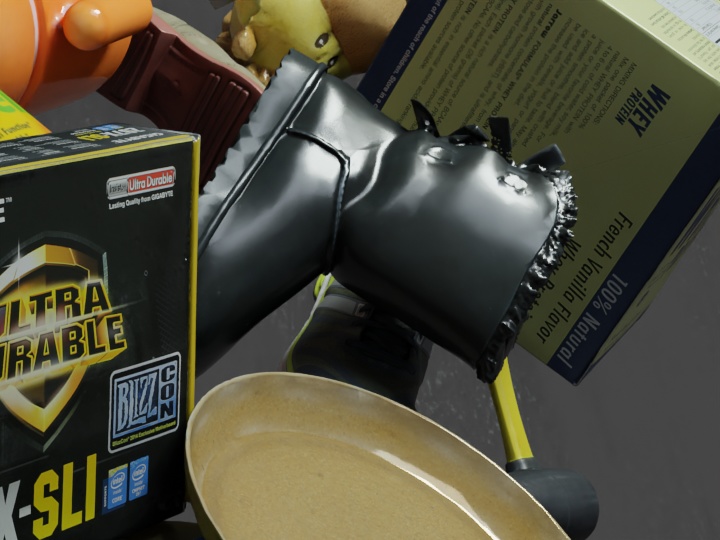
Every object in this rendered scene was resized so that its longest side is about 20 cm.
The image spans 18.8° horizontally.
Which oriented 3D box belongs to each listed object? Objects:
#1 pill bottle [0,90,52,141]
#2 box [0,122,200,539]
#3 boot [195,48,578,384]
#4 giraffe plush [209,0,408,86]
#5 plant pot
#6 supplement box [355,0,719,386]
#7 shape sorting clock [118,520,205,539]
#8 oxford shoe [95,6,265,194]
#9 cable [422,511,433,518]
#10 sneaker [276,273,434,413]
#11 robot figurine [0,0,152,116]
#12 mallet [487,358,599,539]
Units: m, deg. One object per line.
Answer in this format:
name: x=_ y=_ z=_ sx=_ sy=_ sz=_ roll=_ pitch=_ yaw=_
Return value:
pill bottle: x=-0.206 y=-0.048 z=0.941 sx=0.200 sy=0.111 sz=0.111 roll=39 pitch=27 yaw=13
box: x=-0.136 y=0.035 z=0.814 sx=0.049 sy=0.160 sz=0.200 roll=11 pitch=14 yaw=30
boot: x=0.000 y=0.001 z=1.019 sx=0.162 sy=0.073 sz=0.198 roll=28 pitch=67 yaw=2
giraffe plush: x=-0.026 y=-0.169 z=1.291 sx=0.173 sy=0.200 sz=0.162 roll=42 pitch=30 yaw=-22
plant pot: x=0.012 y=0.116 z=0.893 sx=0.200 sy=0.028 sz=0.200 roll=27 pitch=24 yaw=-13
supplement box: x=0.114 y=-0.084 z=1.254 sx=0.200 sy=0.200 sz=0.134 roll=36 pitch=27 yaw=9
shape sorting clock: x=-0.046 y=0.166 z=0.831 sx=0.200 sy=0.039 sz=0.200 roll=21 pitch=25 yaw=-10
oxford shoe: x=-0.072 y=-0.087 z=1.208 sx=0.200 sy=0.070 sz=0.075 roll=45 pitch=23 yaw=21
cable: x=0.096 y=0.181 z=0.950 sx=0.200 sy=0.051 sz=0.163 roll=29 pitch=26 yaw=-9
sneaker: x=0.010 y=0.021 z=1.095 sx=0.074 sy=0.081 sz=0.200 roll=27 pitch=27 yaw=-10
robot figurine: x=-0.191 y=-0.129 z=1.097 sx=0.144 sy=0.117 sz=0.200 roll=40 pitch=26 yaw=9
mallet: x=0.059 y=0.044 z=1.064 sx=0.066 sy=0.041 sz=0.200 roll=-12 pitch=81 yaw=-52
